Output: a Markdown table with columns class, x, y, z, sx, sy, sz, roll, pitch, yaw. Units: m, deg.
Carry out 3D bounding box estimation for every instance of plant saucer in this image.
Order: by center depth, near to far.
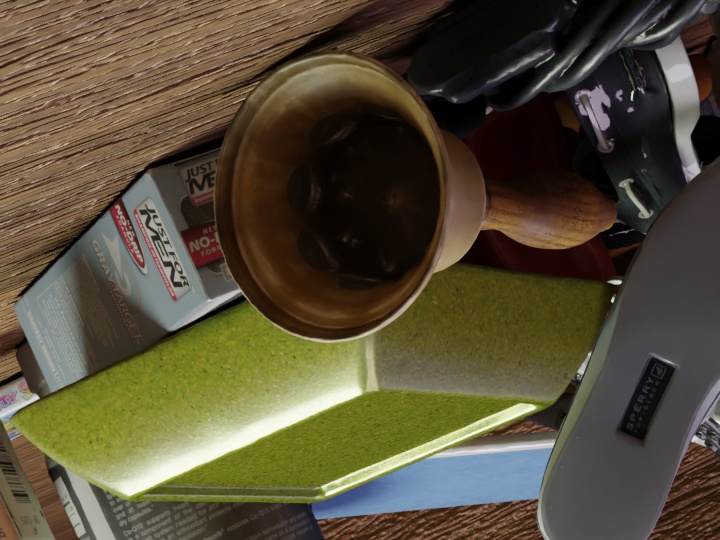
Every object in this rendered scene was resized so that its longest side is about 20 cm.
| class | x | y | z | sx | sy | sz | roll | pitch | yaw |
| --- | --- | --- | --- | --- | --- | --- | --- | --- | --- |
| plant saucer | -0.013 | 0.055 | 1.218 | 0.199 | 0.048 | 0.199 | -25 | 162 | 32 |

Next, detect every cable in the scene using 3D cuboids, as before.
| class | x | y | z | sx | sy | sz | roll | pitch | yaw |
| --- | --- | --- | --- | --- | --- | --- | --- | --- | --- |
| cable | 0.112 | -0.106 | 1.123 | 0.199 | 0.051 | 0.163 | -30 | 173 | 31 |

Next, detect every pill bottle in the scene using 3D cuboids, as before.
| class | x | y | z | sx | sy | sz | roll | pitch | yaw |
| --- | --- | --- | --- | --- | --- | --- | --- | --- | --- |
| pill bottle | -0.092 | 0.112 | 1.447 | 0.116 | 0.201 | 0.116 | -25 | 175 | -2 |

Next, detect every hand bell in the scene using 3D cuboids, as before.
| class | x | y | z | sx | sy | sz | roll | pitch | yaw |
| --- | --- | --- | --- | --- | --- | --- | --- | --- | --- |
| hand bell | 0.045 | -0.027 | 1.099 | 0.104 | 0.105 | 0.200 | -29 | 164 | 32 |

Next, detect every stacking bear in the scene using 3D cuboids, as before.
| class | x | y | z | sx | sy | sz | roll | pitch | yaw |
| --- | --- | --- | --- | --- | --- | --- | --- | --- | --- |
| stacking bear | 0.000 | 0.000 | 1.338 | 0.199 | 0.122 | 0.114 | -22 | 175 | 30 |

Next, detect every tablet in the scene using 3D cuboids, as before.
| class | x | y | z | sx | sy | sz | roll | pitch | yaw |
| --- | --- | --- | --- | --- | --- | --- | --- | --- | --- |
| tablet | 0.068 | 0.102 | 1.472 | 0.199 | 0.014 | 0.130 | -5 | 164 | -4 |

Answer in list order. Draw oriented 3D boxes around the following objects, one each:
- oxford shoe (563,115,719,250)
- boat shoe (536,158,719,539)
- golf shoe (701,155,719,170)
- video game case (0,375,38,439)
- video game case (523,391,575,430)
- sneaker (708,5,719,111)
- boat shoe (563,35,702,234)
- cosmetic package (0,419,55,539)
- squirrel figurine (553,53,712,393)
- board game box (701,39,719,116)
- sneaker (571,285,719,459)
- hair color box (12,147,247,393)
| class | x | y | z | sx | sy | sz | roll | pitch | yaw |
| --- | --- | --- | --- | --- | --- | --- | --- | --- | --- |
| oxford shoe | 0.095 | -0.051 | 1.422 | 0.199 | 0.085 | 0.073 | -14 | 146 | -3 |
| boat shoe | 0.138 | 0.038 | 1.277 | 0.086 | 0.074 | 0.203 | -166 | -79 | -87 |
| golf shoe | 0.198 | -0.040 | 1.353 | 0.091 | 0.076 | 0.200 | -18 | 162 | 15 |
| video game case | -0.194 | 0.078 | 1.619 | 0.199 | 0.018 | 0.143 | -27 | 175 | 5 |
| video game case | 0.109 | 0.030 | 1.622 | 0.200 | 0.181 | 0.022 | -52 | 158 | -60 |
| sneaker | 0.195 | -0.120 | 1.346 | 0.070 | 0.073 | 0.200 | -14 | 162 | -18 |
| boat shoe | 0.124 | -0.059 | 1.310 | 0.060 | 0.076 | 0.200 | -21 | 143 | 1 |
| cosmetic package | -0.264 | 0.137 | 1.408 | 0.199 | 0.104 | 0.087 | -28 | 173 | 3 |
| squirrel figurine | 0.142 | -0.001 | 1.526 | 0.199 | 0.188 | 0.142 | -26 | 175 | 6 |
| board game box | 0.294 | -0.142 | 1.662 | 0.199 | 0.044 | 0.199 | -26 | 173 | 0 |
| sneaker | 0.150 | 0.034 | 1.387 | 0.200 | 0.075 | 0.081 | 23 | -102 | 48 |
| hair color box | -0.069 | -0.002 | 1.216 | 0.099 | 0.061 | 0.200 | -22 | 173 | -27 |
